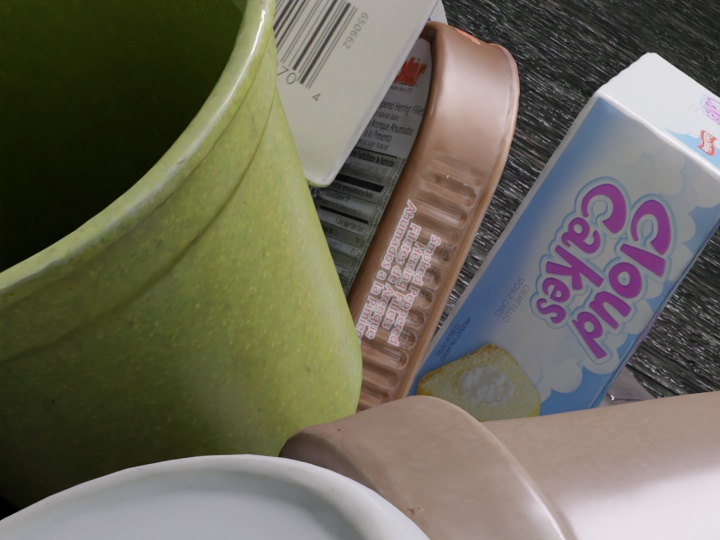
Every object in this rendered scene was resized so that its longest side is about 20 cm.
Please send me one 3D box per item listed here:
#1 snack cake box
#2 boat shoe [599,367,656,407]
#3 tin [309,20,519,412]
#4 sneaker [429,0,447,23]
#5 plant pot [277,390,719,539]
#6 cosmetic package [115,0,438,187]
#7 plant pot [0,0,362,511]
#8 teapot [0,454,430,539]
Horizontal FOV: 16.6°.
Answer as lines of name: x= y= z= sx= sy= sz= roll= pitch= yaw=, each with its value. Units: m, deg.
snack cake box: x=0.080 y=0.018 z=0.998 sx=0.067 sy=0.200 sz=0.115 roll=35 pitch=20 yaw=8
boat shoe: x=0.117 y=0.097 z=1.096 sx=0.076 sy=0.072 sz=0.200 roll=10 pitch=26 yaw=-45
tin: x=0.000 y=0.000 z=0.942 sx=0.042 sy=0.201 sz=0.112 roll=23 pitch=-1 yaw=-24
sneaker: x=-0.028 y=-0.173 z=1.477 sx=0.200 sy=0.115 sz=0.081 roll=66 pitch=23 yaw=-3
plant pot: x=0.089 y=0.113 z=0.734 sx=0.174 sy=0.201 sz=0.200 roll=-21 pitch=47 yaw=-19
cosmetic package: x=-0.045 y=-0.094 z=0.949 sx=0.103 sy=0.087 sz=0.200 roll=32 pitch=-2 yaw=-10
plant pot: x=-0.089 y=-0.005 z=0.792 sx=0.201 sy=0.200 sz=0.184 roll=56 pitch=-4 yaw=45
teapot: x=-0.040 y=0.150 z=0.602 sx=0.197 sy=0.200 sz=0.146 roll=19 pitch=-38 yaw=49
